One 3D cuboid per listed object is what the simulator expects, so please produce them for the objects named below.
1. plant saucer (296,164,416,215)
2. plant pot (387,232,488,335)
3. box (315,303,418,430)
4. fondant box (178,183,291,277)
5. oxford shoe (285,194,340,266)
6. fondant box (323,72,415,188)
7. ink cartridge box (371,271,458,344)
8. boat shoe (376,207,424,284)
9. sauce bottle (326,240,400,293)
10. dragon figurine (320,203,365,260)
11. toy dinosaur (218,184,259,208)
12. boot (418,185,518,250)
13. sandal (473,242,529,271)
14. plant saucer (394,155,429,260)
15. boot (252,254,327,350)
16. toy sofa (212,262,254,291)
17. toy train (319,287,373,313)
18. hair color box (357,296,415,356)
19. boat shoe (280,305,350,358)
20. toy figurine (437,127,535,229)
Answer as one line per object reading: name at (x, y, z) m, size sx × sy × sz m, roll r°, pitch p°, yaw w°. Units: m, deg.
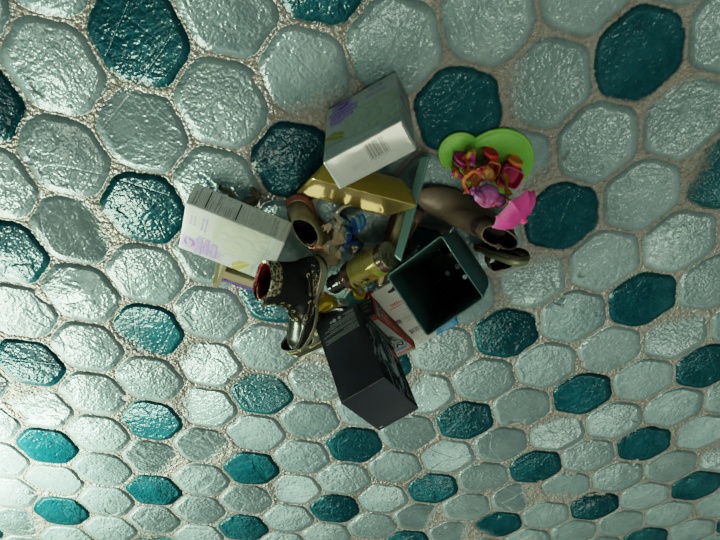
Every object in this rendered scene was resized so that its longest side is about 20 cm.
plant saucer at (-0.009, -0.156, 1.190) m, size 0.196 × 0.200 × 0.049 m, roll 13°, pitch 87°, yaw -14°
plant pot at (0.175, 0.012, 1.292) m, size 0.141 × 0.200 × 0.142 m, roll -36°, pitch 86°, yaw 24°
box at (0.015, 0.203, 1.309) m, size 0.103 × 0.184 × 0.200 m, roll -29°, pitch 144°, yaw 10°
fondant box at (-0.249, -0.070, 1.245) m, size 0.197 × 0.059 × 0.145 m, roll 23°, pitch 141°, yaw -7°
oxford shoe at (-0.097, -0.062, 1.299) m, size 0.069 × 0.076 × 0.201 m, roll -22°, pitch 135°, yaw 18°
fondant box at (0.014, -0.240, 1.068) m, size 0.142 × 0.202 × 0.059 m, roll -25°, pitch 123°, yaw 17°
ink cartridge box at (0.120, 0.067, 1.429) m, size 0.115 × 0.069 × 0.200 m, roll -30°, pitch 126°, yaw 20°
boat shoe at (0.083, -0.050, 1.331) m, size 0.071 × 0.073 × 0.203 m, roll 10°, pitch 124°, yaw -12°
sauce bottle at (0.000, 0.000, 1.316) m, size 0.064 × 0.066 × 0.199 m, roll 30°, pitch 146°, yaw -25°
dragon figurine at (-0.028, -0.091, 1.255) m, size 0.058 × 0.100 × 0.202 m, roll 26°, pitch 144°, yaw 17°
toy dinosaur at (-0.240, -0.117, 1.278) m, size 0.199 × 0.059 × 0.101 m, roll 36°, pitch 136°, yaw -24°
boot at (0.215, -0.101, 1.236) m, size 0.196 × 0.147 × 0.071 m, roll 13°, pitch 111°, yaw -21°
sandal at (0.282, -0.024, 1.286) m, size 0.078 × 0.201 × 0.059 m, roll -5°, pitch 102°, yaw -5°
plant saucer at (0.099, -0.121, 1.215) m, size 0.019 × 0.070 × 0.204 m, roll 15°, pitch 97°, yaw 6°
boot at (-0.152, 0.067, 1.265) m, size 0.152 × 0.073 × 0.207 m, roll -2°, pitch 113°, yaw -48°
toy sofa at (-0.219, 0.028, 1.369) m, size 0.197 × 0.084 × 0.098 m, roll 20°, pitch 125°, yaw -19°
toy train at (-0.052, 0.087, 1.452) m, size 0.196 × 0.056 × 0.151 m, roll -17°, pitch 146°, yaw 3°
hair color box at (0.035, 0.146, 1.460) m, size 0.110 × 0.065 × 0.200 m, roll -27°, pitch 142°, yaw 19°
boat shoe at (-0.095, 0.136, 1.387) m, size 0.200 × 0.073 × 0.060 m, roll -35°, pitch 150°, yaw 32°
toy figurine at (0.247, -0.159, 1.170) m, size 0.196 × 0.186 × 0.152 m, roll 15°, pitch 128°, yaw -15°
